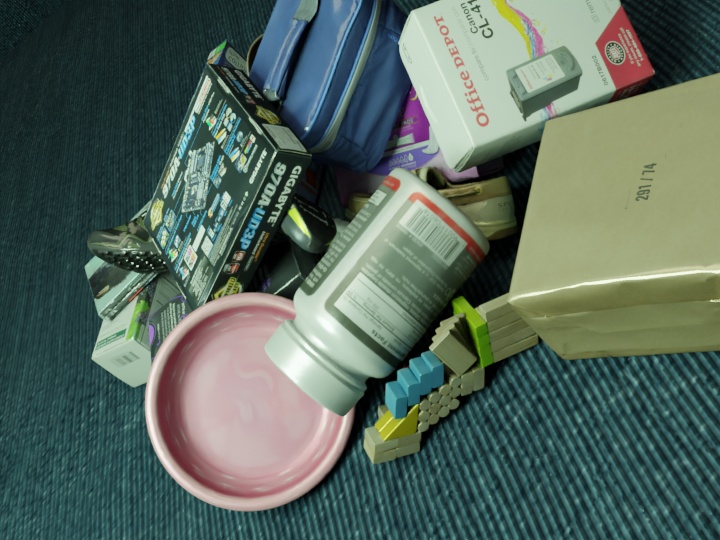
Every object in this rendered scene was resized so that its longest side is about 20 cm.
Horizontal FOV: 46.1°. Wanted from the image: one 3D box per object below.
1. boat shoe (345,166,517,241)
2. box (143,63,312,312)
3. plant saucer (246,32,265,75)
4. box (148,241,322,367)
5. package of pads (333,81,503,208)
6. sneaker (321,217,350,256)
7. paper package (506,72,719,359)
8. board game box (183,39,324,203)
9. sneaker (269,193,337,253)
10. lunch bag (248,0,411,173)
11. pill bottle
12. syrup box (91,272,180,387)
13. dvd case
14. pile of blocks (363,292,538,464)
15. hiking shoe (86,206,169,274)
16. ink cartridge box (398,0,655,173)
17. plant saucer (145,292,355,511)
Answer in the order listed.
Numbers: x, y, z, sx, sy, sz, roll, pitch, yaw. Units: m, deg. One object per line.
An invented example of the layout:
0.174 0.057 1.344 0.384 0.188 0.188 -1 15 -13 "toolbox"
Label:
0.070 -0.074 0.875 0.198 0.068 0.074 7 16 33 "boat shoe"
-0.140 -0.077 0.844 0.159 0.046 0.201 51 123 37 "box"
-0.061 -0.222 1.087 0.034 0.198 0.202 -43 28 45 "plant saucer"
-0.123 0.059 0.928 0.199 0.106 0.123 -37 37 10 "box"
0.053 -0.148 0.944 0.198 0.122 0.075 -10 7 39 "package of pads"
0.000 0.000 0.895 0.199 0.074 0.083 25 90 60 "sneaker"
0.233 -0.039 0.684 0.189 0.103 0.202 -9 50 38 "paper package"
-0.125 -0.177 1.077 0.034 0.200 0.137 -23 40 35 "board game box"
-0.094 -0.049 0.875 0.199 0.073 0.082 32 94 53 "sneaker"
-0.040 -0.203 0.882 0.135 0.131 0.203 23 93 43 "lunch bag"
0.013 0.021 0.753 0.201 0.114 0.114 -51 36 0 "pill bottle"
-0.276 0.042 1.115 0.078 0.081 0.202 -22 43 27 "syrup box"
-0.277 -0.040 1.108 0.200 0.022 0.146 -43 35 1 "dvd case"
0.066 0.079 0.748 0.200 0.082 0.062 -43 36 3 "pile of blocks"
-0.228 -0.057 1.018 0.197 0.076 0.102 -5 70 2 "hiking shoe"
0.157 -0.203 0.818 0.198 0.149 0.086 -23 -7 -11 "ink cartridge box"
-0.104 0.125 0.814 0.201 0.200 0.051 -53 -4 -11 "plant saucer"
